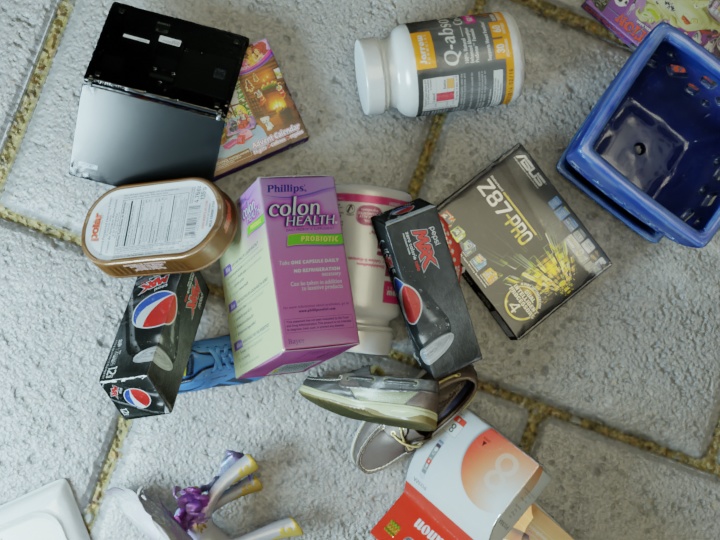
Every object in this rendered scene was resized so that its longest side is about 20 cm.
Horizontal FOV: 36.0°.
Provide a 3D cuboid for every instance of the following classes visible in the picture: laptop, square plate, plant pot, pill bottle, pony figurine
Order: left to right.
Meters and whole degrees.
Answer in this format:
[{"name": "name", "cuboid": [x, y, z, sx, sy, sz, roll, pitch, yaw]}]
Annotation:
[{"name": "square plate", "cuboid": [-0.418, 0.384, 1.351, 0.199, 0.028, 0.199, -22, 91, -7]}, {"name": "laptop", "cuboid": [-0.247, -0.205, 1.365, 0.176, 0.103, 0.201, 14, 61, -5]}, {"name": "pony figurine", "cuboid": [-0.197, 0.311, 1.330, 0.200, 0.166, 0.194, -36, 100, -22]}, {"name": "pill bottle", "cuboid": [0.000, 0.000, 1.370, 0.112, 0.113, 0.202, 6, 87, -6]}, {"name": "pill bottle", "cuboid": [0.098, -0.256, 1.391, 0.198, 0.116, 0.117, -9, 88, -7]}, {"name": "plant pot", "cuboid": [0.372, -0.157, 1.384, 0.199, 0.180, 0.201, 35, 84, -3]}]

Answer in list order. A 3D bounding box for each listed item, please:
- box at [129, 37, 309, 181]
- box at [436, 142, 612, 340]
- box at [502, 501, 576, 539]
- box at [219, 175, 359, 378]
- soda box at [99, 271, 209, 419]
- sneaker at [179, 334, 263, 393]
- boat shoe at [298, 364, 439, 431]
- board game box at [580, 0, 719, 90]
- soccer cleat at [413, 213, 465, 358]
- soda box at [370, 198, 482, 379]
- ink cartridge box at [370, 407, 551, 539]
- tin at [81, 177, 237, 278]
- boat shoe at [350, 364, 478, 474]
[{"name": "box", "cuboid": [-0.182, -0.190, 1.396, 0.199, 0.039, 0.138, -24, 90, -6]}, {"name": "box", "cuboid": [0.200, -0.036, 1.426, 0.161, 0.049, 0.200, -37, 90, -8]}, {"name": "box", "cuboid": [0.185, 0.396, 1.377, 0.152, 0.106, 0.200, 40, 84, -3]}, {"name": "box", "cuboid": [-0.091, 0.011, 1.304, 0.096, 0.176, 0.201, -4, 77, -25]}, {"name": "soda box", "cuboid": [-0.238, 0.073, 1.296, 0.063, 0.201, 0.071, -9, 132, 16]}, {"name": "sneaker", "cuboid": [-0.178, 0.114, 1.365, 0.199, 0.078, 0.066, -11, 87, -8]}, {"name": "boat shoe", "cuboid": [0.014, 0.148, 1.351, 0.072, 0.200, 0.066, 37, 67, -47]}, {"name": "board game box", "cuboid": [0.407, -0.336, 1.473, 0.200, 0.032, 0.120, 38, 88, -4]}, {"name": "soccer cleat", "cuboid": [0.086, 0.019, 1.375, 0.085, 0.068, 0.201, -23, 114, -30]}, {"name": "soda box", "cuboid": [0.079, 0.022, 1.309, 0.070, 0.063, 0.201, -22, 107, -11]}, {"name": "ink cartridge box", "cuboid": [0.111, 0.278, 1.354, 0.200, 0.162, 0.050, -47, 134, -8]}, {"name": "tin", "cuboid": [-0.241, -0.053, 1.308, 0.199, 0.042, 0.113, -5, 60, 21]}, {"name": "boat shoe", "cuboid": [0.066, 0.185, 1.376, 0.200, 0.060, 0.072, -42, 111, 8]}]
